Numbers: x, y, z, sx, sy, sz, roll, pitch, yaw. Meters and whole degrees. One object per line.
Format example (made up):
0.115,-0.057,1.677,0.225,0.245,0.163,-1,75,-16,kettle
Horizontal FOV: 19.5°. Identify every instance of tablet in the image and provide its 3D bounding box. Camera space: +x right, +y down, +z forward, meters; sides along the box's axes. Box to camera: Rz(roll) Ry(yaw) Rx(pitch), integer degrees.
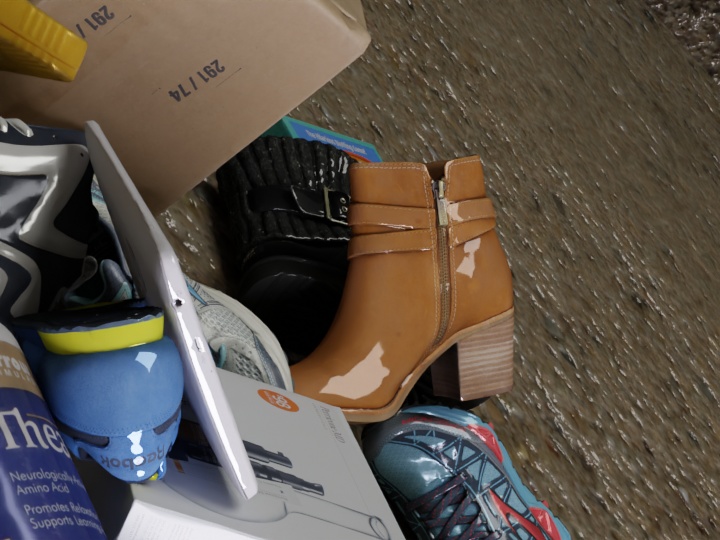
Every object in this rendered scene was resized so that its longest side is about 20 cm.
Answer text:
-0.094,0.014,0.991,0.200,0.014,0.131,-130,-159,-63,tablet

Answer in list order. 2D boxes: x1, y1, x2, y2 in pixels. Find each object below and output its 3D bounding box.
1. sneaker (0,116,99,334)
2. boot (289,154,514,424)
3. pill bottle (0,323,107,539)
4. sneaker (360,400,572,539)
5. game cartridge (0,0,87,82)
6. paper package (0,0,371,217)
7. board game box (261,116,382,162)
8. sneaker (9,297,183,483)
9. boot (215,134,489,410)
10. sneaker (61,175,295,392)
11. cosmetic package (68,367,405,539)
-0.199,-0.062,1.059,0.200,0.079,0.129,56,35,6,sneaker
0.009,0.011,1.285,0.199,0.077,0.156,-9,95,-25,boot
-0.175,0.086,0.856,0.111,0.111,0.201,16,41,-59,pill bottle
0.078,0.166,1.347,0.200,0.079,0.096,44,23,-24,sneaker
-0.260,-0.155,1.048,0.176,0.033,0.200,14,-15,45,game cartridge
-0.130,-0.150,1.230,0.190,0.200,0.104,35,26,-42,paper package
0.007,-0.014,1.541,0.200,0.045,0.152,59,21,19,board game box
-0.118,0.054,0.946,0.200,0.066,0.079,-167,-113,-77,sneaker
0.001,-0.002,1.413,0.211,0.079,0.158,27,29,-26,boot
-0.121,0.026,1.139,0.200,0.078,0.086,45,13,7,sneaker
-0.064,0.106,1.023,0.150,0.052,0.200,22,15,-21,cosmetic package
